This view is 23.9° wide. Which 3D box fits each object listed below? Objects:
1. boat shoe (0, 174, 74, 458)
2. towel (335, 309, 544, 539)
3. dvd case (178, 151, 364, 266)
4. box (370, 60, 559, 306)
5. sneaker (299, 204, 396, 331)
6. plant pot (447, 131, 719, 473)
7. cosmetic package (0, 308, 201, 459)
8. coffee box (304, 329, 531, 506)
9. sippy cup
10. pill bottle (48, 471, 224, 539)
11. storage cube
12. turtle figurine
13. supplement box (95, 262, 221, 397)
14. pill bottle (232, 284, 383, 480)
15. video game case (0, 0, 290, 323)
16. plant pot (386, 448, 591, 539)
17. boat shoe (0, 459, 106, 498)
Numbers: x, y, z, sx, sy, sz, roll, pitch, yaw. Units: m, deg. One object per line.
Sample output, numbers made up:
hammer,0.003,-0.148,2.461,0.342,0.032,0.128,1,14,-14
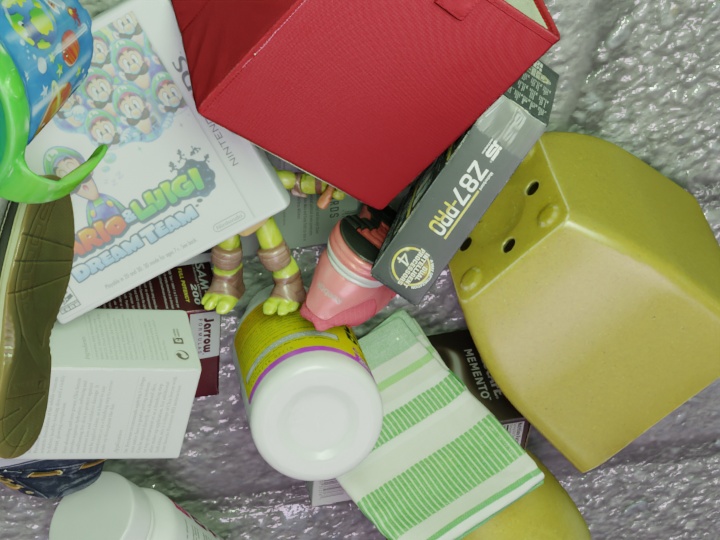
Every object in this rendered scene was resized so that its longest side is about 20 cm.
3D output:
boat shoe,-0.253,0.029,1.207,0.072,0.065,0.203,-2,102,-63
towel,0.041,0.139,1.442,0.152,0.200,0.023,-30,155,-24
dvd case,-0.092,-0.070,1.332,0.198,0.025,0.151,-9,136,-12
box,0.079,-0.076,1.256,0.049,0.200,0.162,33,108,-2
sneaker,0.000,0.000,1.333,0.087,0.074,0.200,-52,170,16
plant pot,0.172,0.003,1.395,0.194,0.196,0.199,-39,126,20
cosmetic package,-0.232,0.088,1.318,0.198,0.072,0.102,2,130,-22
coffee box,0.040,0.128,1.521,0.198,0.114,0.080,-9,137,-13
sippy cup,-0.245,-0.136,1.112,0.138,0.130,0.179,2,120,27
pill bottle,-0.192,0.272,1.580,0.113,0.114,0.200,-31,137,12
storage cube,-0.005,-0.181,1.141,0.199,0.172,0.180,27,121,-39
turtle figurine,-0.098,-0.047,1.288,0.197,0.065,0.163,-4,122,2
supplement box,-0.216,0.060,1.393,0.198,0.061,0.110,-8,135,-14
pill bottle,-0.048,0.079,1.363,0.103,0.200,0.105,-4,112,-9
video game case,-0.179,-0.080,1.218,0.199,0.024,0.183,-26,108,13
plant pot,0.103,0.224,1.610,0.198,0.200,0.143,-22,114,2
boat shoe,-0.294,0.156,1.440,0.198,0.071,0.091,-2,137,-34
